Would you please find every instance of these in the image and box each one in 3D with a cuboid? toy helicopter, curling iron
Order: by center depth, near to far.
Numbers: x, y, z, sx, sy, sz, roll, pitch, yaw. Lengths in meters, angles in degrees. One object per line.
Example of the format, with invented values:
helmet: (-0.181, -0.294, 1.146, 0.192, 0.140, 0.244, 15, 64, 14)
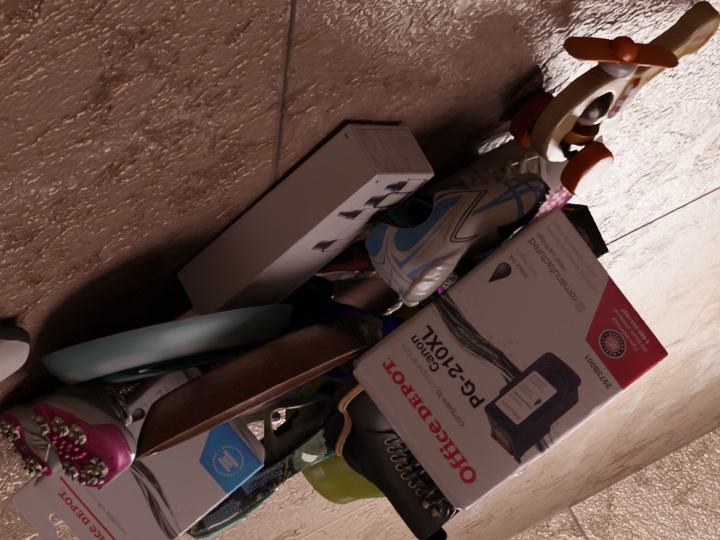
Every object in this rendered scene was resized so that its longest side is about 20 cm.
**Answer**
toy helicopter: (0.213, -0.160, 1.612, 0.199, 0.079, 0.133, -36, 157, -19)
curling iron: (0.000, 0.000, 1.728, 0.025, 0.050, 0.199, -23, 177, 44)

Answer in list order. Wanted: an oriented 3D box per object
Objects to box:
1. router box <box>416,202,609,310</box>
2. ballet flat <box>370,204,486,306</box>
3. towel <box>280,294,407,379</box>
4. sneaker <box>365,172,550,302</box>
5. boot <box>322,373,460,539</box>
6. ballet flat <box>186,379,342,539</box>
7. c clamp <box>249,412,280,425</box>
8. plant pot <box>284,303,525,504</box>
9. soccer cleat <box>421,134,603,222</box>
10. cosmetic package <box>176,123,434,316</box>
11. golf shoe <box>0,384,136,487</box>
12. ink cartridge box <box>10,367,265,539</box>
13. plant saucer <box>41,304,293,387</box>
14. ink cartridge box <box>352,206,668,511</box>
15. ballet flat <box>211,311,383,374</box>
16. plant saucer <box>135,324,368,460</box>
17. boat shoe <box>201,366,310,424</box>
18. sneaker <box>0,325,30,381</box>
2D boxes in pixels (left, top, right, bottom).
router box: (0.123, -0.006, 1.779, 0.148, 0.051, 0.200, -28, -175, -5)
ballet flat: (0.078, 0.010, 1.642, 0.076, 0.199, 0.068, -63, -170, 17)
towel: (0.022, 0.076, 1.765, 0.198, 0.050, 0.148, 14, 166, 8)
sneaker: (0.080, -0.042, 1.579, 0.200, 0.073, 0.072, -31, 170, -46)
boot: (0.044, 0.145, 1.683, 0.077, 0.139, 0.200, -36, 165, -16)
ballet flat: (-0.085, 0.159, 1.783, 0.199, 0.074, 0.074, -32, 166, -29)
c clamp: (-0.150, 0.163, 1.876, 0.170, 0.027, 0.200, -14, -174, -6)
plant pot: (0.036, 0.137, 1.971, 0.192, 0.202, 0.200, -24, 167, 25)
soccer cleat: (0.113, -0.064, 1.682, 0.199, 0.070, 0.086, -35, 163, 16)
cosmetic package: (-0.043, -0.034, 1.539, 0.200, 0.051, 0.082, -39, 159, 30)
golf shoe: (-0.215, 0.118, 1.589, 0.091, 0.076, 0.200, -33, -163, -26)
ink cartridge box: (-0.191, 0.178, 1.700, 0.200, 0.116, 0.067, -40, -172, 4)
plant saucer: (-0.146, 0.061, 1.561, 0.198, 0.028, 0.200, -12, 175, -1)
ink cartridge box: (0.112, 0.070, 1.558, 0.200, 0.145, 0.084, -37, 177, -3)
ballet flat: (-0.058, 0.072, 1.693, 0.199, 0.047, 0.067, -11, 156, 42)
plant saucer: (-0.090, 0.088, 1.558, 0.199, 0.037, 0.200, -26, 177, -2)
boat shoe: (-0.138, 0.118, 1.797, 0.201, 0.061, 0.072, -21, 167, -29)
sneaker: (-0.305, 0.114, 1.420, 0.200, 0.108, 0.067, -18, 160, -37)
